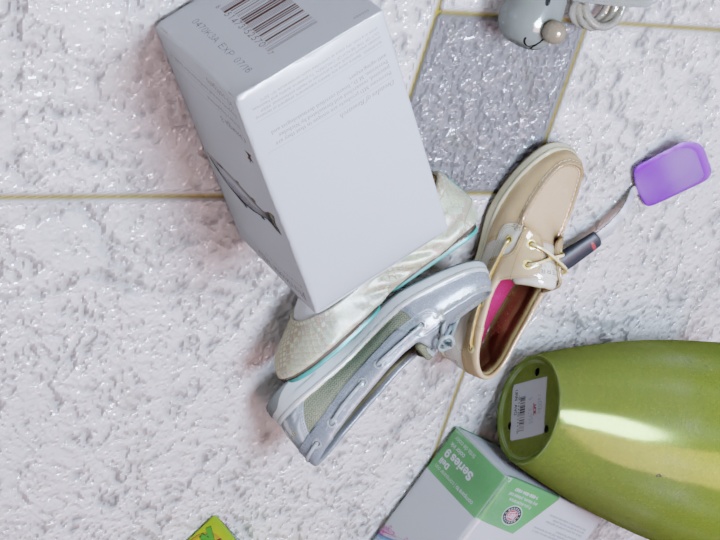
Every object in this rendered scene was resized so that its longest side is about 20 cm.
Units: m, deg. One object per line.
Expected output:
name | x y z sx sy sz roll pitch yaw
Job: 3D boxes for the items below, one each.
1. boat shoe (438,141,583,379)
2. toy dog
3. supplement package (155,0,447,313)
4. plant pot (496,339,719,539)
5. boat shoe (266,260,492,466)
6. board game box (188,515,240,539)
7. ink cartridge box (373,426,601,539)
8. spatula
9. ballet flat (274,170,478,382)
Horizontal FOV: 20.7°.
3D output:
boat shoe | 0.130 -0.003 1.559 0.074 0.069 0.200 10 114 -41
toy dog | 0.186 -0.239 1.400 0.132 0.096 0.200 -3 122 -36
supplement package | -0.037 -0.094 1.331 0.117 0.117 0.200 -33 134 -14
plant pot | 0.222 0.136 1.674 0.200 0.187 0.187 13 113 -28
boat shoe | 0.023 0.067 1.515 0.202 0.065 0.074 -36 167 -7
board game box | -0.098 0.293 1.616 0.102 0.048 0.200 -42 137 -4
ink cartridge box | 0.089 0.252 1.703 0.145 0.087 0.200 27 101 -45
spatula | 0.204 -0.039 1.626 0.200 0.021 0.057 -38 138 -8
ballet flat | 0.000 0.000 1.481 0.200 0.067 0.062 -41 108 -11
